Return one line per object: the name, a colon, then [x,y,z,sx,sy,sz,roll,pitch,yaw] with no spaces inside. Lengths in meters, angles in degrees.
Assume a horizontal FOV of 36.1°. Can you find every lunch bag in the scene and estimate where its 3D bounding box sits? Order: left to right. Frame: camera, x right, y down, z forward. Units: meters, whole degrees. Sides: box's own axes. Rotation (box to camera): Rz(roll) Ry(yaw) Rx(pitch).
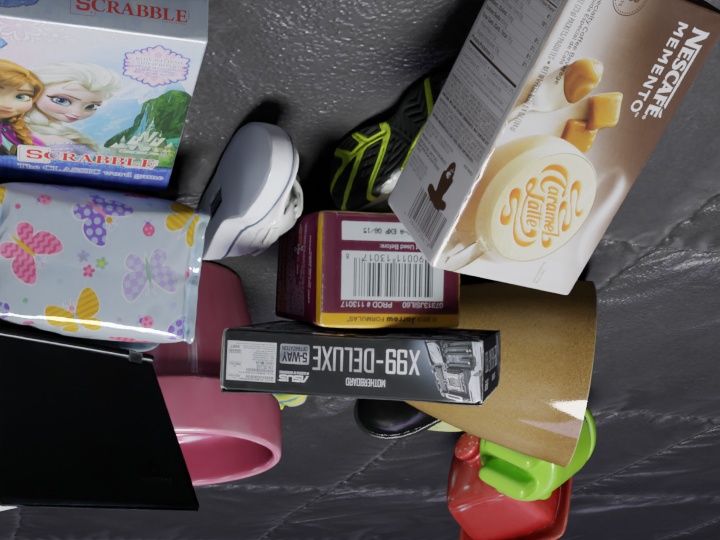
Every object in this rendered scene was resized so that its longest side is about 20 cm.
lunch bag: [-0.222,-0.003,0.882,0.168,0.129,0.200,7,-179,-21]

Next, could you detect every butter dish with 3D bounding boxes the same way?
butter dish: [0.191,0.281,1.566,0.198,0.201,0.148,-24,126,39]

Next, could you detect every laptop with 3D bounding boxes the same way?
laptop: [-0.244,0.105,0.814,0.198,0.117,0.187,0,168,35]

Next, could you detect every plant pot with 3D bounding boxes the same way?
plant pot: [-0.174,0.096,1.055,0.198,0.181,0.200,-3,156,-1]
plant pot: [0.123,0.089,1.116,0.198,0.188,0.187,8,156,3]

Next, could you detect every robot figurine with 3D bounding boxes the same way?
robot figurine: [0.231,0.222,1.428,0.115,0.177,0.199,19,-156,32]

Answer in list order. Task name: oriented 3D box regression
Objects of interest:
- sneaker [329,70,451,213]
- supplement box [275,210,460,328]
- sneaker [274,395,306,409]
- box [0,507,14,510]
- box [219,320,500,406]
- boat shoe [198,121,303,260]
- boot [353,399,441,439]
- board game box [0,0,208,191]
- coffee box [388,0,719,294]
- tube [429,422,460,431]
sneaker: [0.061,-0.092,0.816,0.076,0.076,0.199,6,166,-38]
supplement box: [0.000,0.000,0.897,0.109,0.087,0.200,2,179,-14]
sneaker: [-0.122,0.119,1.244,0.104,0.077,0.200,9,154,-25]
box: [-0.349,0.110,1.035,0.097,0.202,0.124,-17,153,28]
box: [0.007,0.069,0.874,0.198,0.050,0.158,2,180,11]
boat shoe: [-0.077,-0.060,0.870,0.065,0.074,0.200,2,166,-22]
boot: [0.077,0.132,1.291,0.209,0.080,0.158,-19,161,8]
board game box: [-0.213,-0.122,0.731,0.198,0.042,0.200,3,155,-16]
coffee box: [0.116,-0.095,0.679,0.113,0.080,0.201,11,119,-31]
tube: [0.118,0.195,1.488,0.058,0.052,0.199,30,-174,37]
